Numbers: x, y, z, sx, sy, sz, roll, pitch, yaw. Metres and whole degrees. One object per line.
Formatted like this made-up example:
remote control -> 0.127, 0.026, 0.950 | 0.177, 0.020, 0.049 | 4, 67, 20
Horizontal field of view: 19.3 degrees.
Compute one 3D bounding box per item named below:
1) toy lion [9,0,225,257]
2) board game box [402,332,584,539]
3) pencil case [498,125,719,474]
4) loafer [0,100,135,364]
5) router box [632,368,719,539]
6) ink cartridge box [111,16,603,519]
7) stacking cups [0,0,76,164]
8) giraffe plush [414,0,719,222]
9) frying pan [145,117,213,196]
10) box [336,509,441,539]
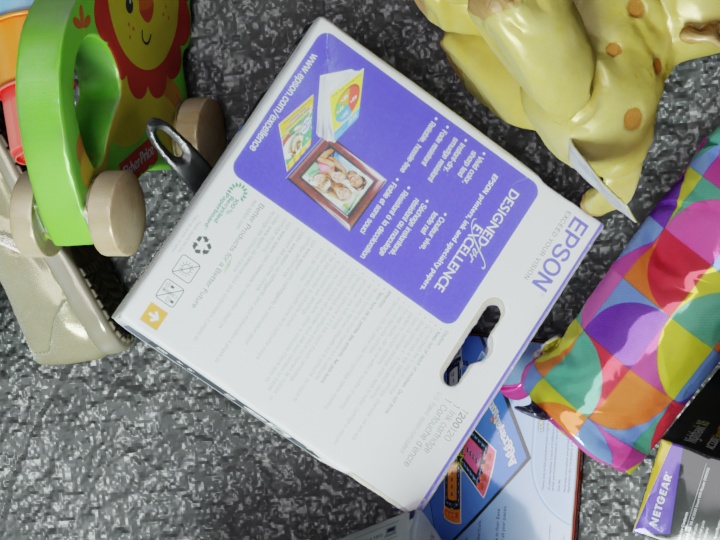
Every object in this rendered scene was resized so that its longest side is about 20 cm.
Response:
toy lion -> -0.139, -0.127, 1.180 | 0.068, 0.200, 0.193 | -1, 113, 19
board game box -> 0.075, 0.138, 1.221 | 0.102, 0.019, 0.202 | 5, 96, 14
pencil case -> 0.165, 0.015, 1.142 | 0.088, 0.088, 0.200 | 40, 97, 10
loafer -> -0.209, -0.028, 1.266 | 0.068, 0.076, 0.201 | -31, 86, 11
router box -> 0.235, 0.113, 1.076 | 0.156, 0.200, 0.053 | 18, 103, 14
ink cartridge box -> 0.000, 0.000, 1.162 | 0.199, 0.043, 0.199 | 35, 85, -9
stacking cups -> -0.201, -0.161, 1.240 | 0.060, 0.060, 0.202 | -10, 79, 17
giraffe plush -> 0.140, -0.144, 1.122 | 0.162, 0.173, 0.200 | -39, 71, -5
frying pan -> -0.063, 0.000, 1.200 | 0.189, 0.031, 0.116 | 24, 94, -23
box -> -0.004, 0.262, 1.171 | 0.183, 0.105, 0.201 | -23, 116, 18
